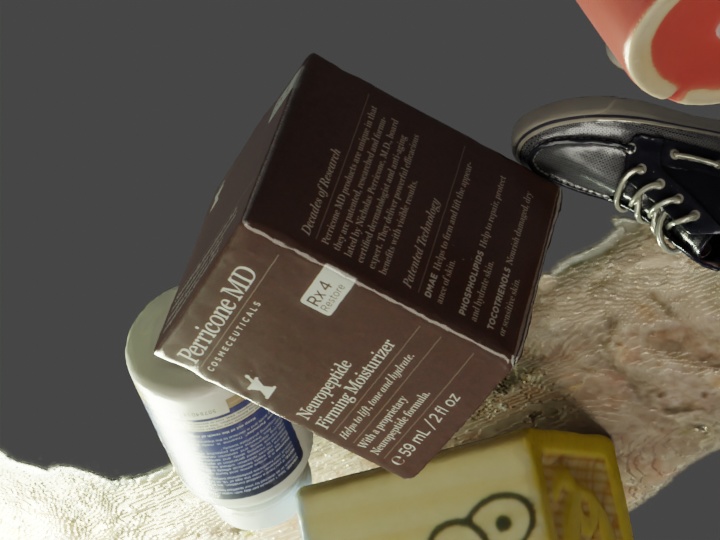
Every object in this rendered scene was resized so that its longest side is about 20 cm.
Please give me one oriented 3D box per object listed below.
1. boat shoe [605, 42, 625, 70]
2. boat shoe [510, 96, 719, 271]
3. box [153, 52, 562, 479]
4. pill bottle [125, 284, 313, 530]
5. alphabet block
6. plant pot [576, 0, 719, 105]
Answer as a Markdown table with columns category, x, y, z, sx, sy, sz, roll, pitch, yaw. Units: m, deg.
| category | x | y | z | sx | sy | sz | roll | pitch | yaw |
| --- | --- | --- | --- | --- | --- | --- | --- | --- | --- |
| boat shoe | 0.244 | -0.175 | 1.500 | 0.199 | 0.071 | 0.069 | -14 | 139 | 6 |
| boat shoe | 0.199 | -0.055 | 1.630 | 0.199 | 0.093 | 0.075 | 5 | 142 | -3 |
| box | 0.000 | 0.000 | 1.624 | 0.200 | 0.165 | 0.166 | 27 | 139 | -9 |
| pill bottle | -0.098 | 0.107 | 1.837 | 0.111 | 0.111 | 0.200 | -6 | 140 | 11 |
| alphabet block | 0.092 | 0.237 | 1.878 | 0.199 | 0.196 | 0.196 | -15 | 170 | 23 |
| plant pot | 0.185 | -0.201 | 1.340 | 0.200 | 0.178 | 0.201 | -13 | 150 | -8 |
